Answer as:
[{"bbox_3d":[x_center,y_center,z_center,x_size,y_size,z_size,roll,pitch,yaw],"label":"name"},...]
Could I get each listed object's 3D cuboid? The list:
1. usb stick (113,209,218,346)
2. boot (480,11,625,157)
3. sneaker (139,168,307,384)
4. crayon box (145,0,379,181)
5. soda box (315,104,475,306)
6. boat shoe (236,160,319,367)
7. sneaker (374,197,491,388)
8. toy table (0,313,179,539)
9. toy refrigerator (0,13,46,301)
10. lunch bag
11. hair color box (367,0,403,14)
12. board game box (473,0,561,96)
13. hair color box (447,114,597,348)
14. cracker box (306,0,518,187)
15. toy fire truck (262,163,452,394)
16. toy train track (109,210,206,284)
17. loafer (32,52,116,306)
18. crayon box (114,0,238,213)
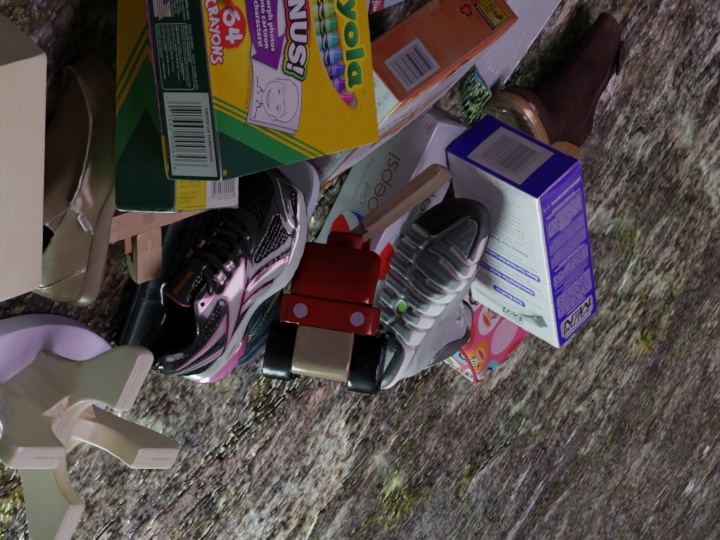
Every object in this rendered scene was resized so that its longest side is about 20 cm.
[{"bbox_3d":[-0.151,-0.020,1.697,0.055,0.033,0.200,-2,121,-45],"label":"usb stick"},{"bbox_3d":[0.187,-0.178,1.972,0.167,0.072,0.200,-60,160,-10],"label":"boot"},{"bbox_3d":[-0.113,0.006,1.663,0.086,0.080,0.200,-1,117,-55],"label":"sneaker"},{"bbox_3d":[-0.068,-0.175,1.457,0.172,0.058,0.200,-18,107,-47],"label":"crayon box"},{"bbox_3d":[0.022,-0.055,1.866,0.068,0.064,0.200,6,114,-56],"label":"soda box"},{"bbox_3d":[-0.088,-0.006,1.770,0.200,0.071,0.091,-58,157,9],"label":"boat shoe"},{"bbox_3d":[0.075,0.016,1.884,0.115,0.075,0.200,-3,132,-54],"label":"sneaker"},{"bbox_3d":[-0.236,0.115,1.628,0.200,0.117,0.184,-10,127,-48],"label":"toy table"},{"bbox_3d":[-0.269,-0.073,1.451,0.076,0.070,0.200,-22,136,-32],"label":"toy refrigerator"},{"bbox_3d":[0.124,0.001,2.043,0.176,0.082,0.200,-49,148,-11],"label":"lunch bag"},{"bbox_3d":[0.021,-0.264,1.631,0.200,0.099,0.061,-27,139,-38],"label":"hair color box"},{"bbox_3d":[0.154,-0.258,1.830,0.200,0.026,0.200,-56,169,1],"label":"board game box"},{"bbox_3d":[0.148,-0.034,1.882,0.065,0.109,0.200,-41,142,-26],"label":"hair color box"},{"bbox_3d":[0.030,-0.154,1.697,0.134,0.058,0.200,-38,179,-25],"label":"cracker box"},{"bbox_3d":[0.000,0.000,1.757,0.176,0.128,0.200,34,64,-87],"label":"toy fire truck"},{"bbox_3d":[-0.172,-0.084,1.611,0.115,0.033,0.200,-20,129,-32],"label":"toy train track"},{"bbox_3d":[-0.215,-0.062,1.523,0.067,0.076,0.200,-4,117,-30],"label":"loafer"},{"bbox_3d":[-0.130,-0.144,1.506,0.127,0.051,0.200,-10,102,-72],"label":"crayon box"}]
